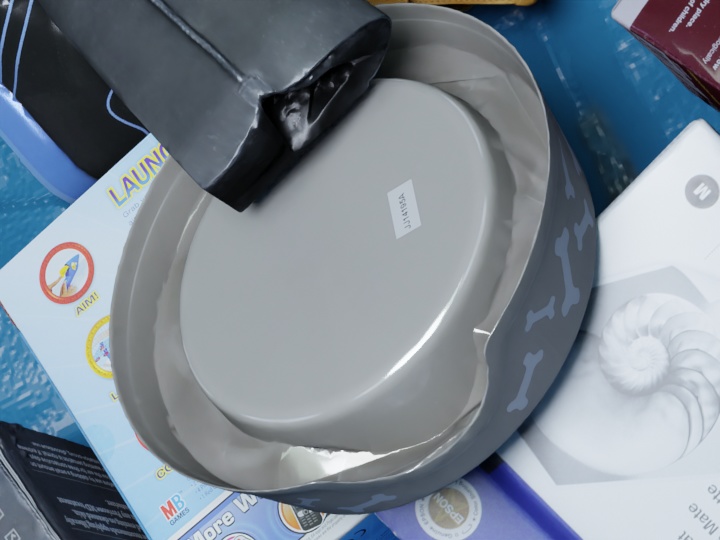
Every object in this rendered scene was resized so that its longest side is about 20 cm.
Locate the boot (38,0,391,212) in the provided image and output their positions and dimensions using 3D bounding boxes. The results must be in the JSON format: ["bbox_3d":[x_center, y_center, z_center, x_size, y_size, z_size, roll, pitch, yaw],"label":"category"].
[{"bbox_3d":[-0.061,-0.145,0.886,0.200,0.066,0.165,48,112,29],"label":"boot"}]

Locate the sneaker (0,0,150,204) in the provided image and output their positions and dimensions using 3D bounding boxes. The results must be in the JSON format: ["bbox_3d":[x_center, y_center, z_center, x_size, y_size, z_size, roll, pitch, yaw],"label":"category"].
[{"bbox_3d":[-0.158,-0.121,1.018,0.078,0.070,0.200,-38,110,17],"label":"sneaker"}]

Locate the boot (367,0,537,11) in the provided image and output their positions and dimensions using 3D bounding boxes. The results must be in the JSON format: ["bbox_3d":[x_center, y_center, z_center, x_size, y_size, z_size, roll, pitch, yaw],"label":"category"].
[{"bbox_3d":[0.003,-0.182,1.006,0.201,0.071,0.145,18,111,49],"label":"boot"}]

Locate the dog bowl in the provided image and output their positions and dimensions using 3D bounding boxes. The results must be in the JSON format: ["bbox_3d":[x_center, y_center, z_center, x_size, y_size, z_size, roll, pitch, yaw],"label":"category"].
[{"bbox_3d":[0.000,0.000,0.879,0.200,0.059,0.201,-20,54,30],"label":"dog bowl"}]

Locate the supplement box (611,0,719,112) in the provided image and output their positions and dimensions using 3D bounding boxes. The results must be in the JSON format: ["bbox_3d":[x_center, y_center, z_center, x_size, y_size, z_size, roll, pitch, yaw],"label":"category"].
[{"bbox_3d":[0.198,-0.052,0.867,0.200,0.109,0.061,38,95,27],"label":"supplement box"}]

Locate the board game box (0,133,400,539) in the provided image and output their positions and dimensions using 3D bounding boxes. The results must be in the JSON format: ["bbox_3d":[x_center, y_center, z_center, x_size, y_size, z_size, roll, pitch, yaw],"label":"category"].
[{"bbox_3d":[-0.027,0.019,0.981,0.200,0.056,0.196,-40,66,11],"label":"board game box"}]

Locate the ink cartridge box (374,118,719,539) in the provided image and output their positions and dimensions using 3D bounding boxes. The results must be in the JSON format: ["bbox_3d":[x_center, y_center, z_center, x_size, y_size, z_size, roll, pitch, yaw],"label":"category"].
[{"bbox_3d":[0.126,0.081,0.875,0.200,0.041,0.200,44,99,5],"label":"ink cartridge box"}]

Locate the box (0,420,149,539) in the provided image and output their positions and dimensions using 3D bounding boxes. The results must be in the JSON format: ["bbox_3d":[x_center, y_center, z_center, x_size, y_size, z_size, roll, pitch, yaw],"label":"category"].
[{"bbox_3d":[-0.145,0.203,0.955,0.200,0.124,0.197,-43,64,10],"label":"box"}]
